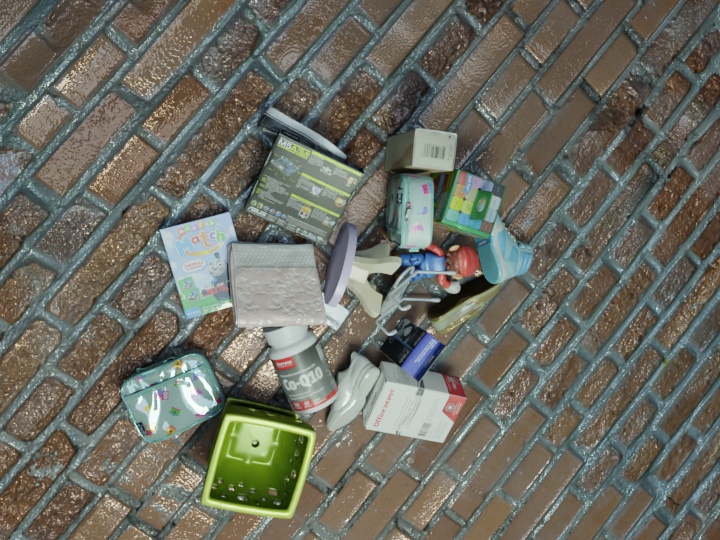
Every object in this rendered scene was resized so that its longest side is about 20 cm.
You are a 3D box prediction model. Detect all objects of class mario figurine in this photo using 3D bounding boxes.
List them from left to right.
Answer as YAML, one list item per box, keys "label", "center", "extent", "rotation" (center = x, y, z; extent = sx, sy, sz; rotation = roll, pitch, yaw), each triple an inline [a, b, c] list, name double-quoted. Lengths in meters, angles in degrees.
- label: "mario figurine"
  center: [0.176, -0.013, 1.479]
  extent: [0.200, 0.106, 0.124]
  rotation: [-5, 134, -3]

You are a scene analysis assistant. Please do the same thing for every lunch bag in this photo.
- label: "lunch bag"
  center: [-0.405, 0.264, 1.354]
  extent: [0.200, 0.077, 0.161]
  rotation: [-23, 101, -10]
- label: "lunch bag"
  center: [0.103, -0.126, 1.361]
  extent: [0.077, 0.200, 0.161]
  rotation: [3, 98, -6]

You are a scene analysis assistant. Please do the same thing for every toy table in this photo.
- label: "toy table"
  center: [0.000, 0.000, 1.380]
  extent: [0.117, 0.184, 0.200]
  rotation: [20, 68, -15]

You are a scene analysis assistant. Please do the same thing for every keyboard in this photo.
- label: "keyboard"
  center: [-0.118, 0.061, 1.437]
  extent: [0.200, 0.011, 0.056]
  rotation: [36, 82, -15]

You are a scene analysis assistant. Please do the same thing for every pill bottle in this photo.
- label: "pill bottle"
  center: [-0.134, 0.204, 1.394]
  extent: [0.114, 0.114, 0.200]
  rotation: [-24, 101, -10]

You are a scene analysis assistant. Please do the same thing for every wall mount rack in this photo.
- label: "wall mount rack"
  center: [0.118, 0.058, 1.412]
  extent: [0.075, 0.200, 0.174]
  rotation: [44, 57, 15]

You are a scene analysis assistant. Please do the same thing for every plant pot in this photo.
- label: "plant pot"
  center: [-0.224, 0.389, 1.359]
  extent: [0.199, 0.181, 0.200]
  rotation: [16, 92, -15]

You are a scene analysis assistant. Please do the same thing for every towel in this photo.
- label: "towel"
  center: [-0.177, 0.028, 1.342]
  extent: [0.200, 0.032, 0.191]
  rotation: [1, 66, -27]

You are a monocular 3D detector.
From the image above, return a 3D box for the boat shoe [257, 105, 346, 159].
- label: "boat shoe"
  center: [-0.127, -0.275, 1.362]
  extent: [0.199, 0.074, 0.068]
  rotation: [29, 95, -13]

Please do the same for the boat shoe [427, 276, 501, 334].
- label: "boat shoe"
  center: [0.251, 0.082, 1.502]
  extent: [0.200, 0.074, 0.066]
  rotation: [-28, 118, -10]

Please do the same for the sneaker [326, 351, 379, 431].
- label: "sneaker"
  center: [-0.033, 0.276, 1.456]
  extent: [0.075, 0.088, 0.200]
  rotation: [2, 123, -53]

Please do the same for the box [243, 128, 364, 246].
- label: "box"
  center: [-0.122, -0.174, 1.354]
  extent: [0.200, 0.048, 0.193]
  rotation: [23, 112, -15]

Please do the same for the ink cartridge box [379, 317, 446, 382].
- label: "ink cartridge box"
  center: [0.112, 0.171, 1.406]
  extent: [0.039, 0.200, 0.099]
  rotation: [39, 86, -18]

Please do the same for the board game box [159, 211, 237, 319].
- label: "board game box"
  center: [-0.329, -0.012, 1.362]
  extent: [0.151, 0.037, 0.200]
  rotation: [-16, 99, -11]

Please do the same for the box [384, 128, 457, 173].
- label: "box"
  center: [0.125, -0.253, 1.360]
  extent: [0.095, 0.200, 0.078]
  rotation: [4, 95, -13]

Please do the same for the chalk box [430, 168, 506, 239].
- label: "chalk box"
  center: [0.228, -0.148, 1.397]
  extent: [0.124, 0.200, 0.125]
  rotation: [17, 92, -15]

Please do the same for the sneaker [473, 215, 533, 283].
- label: "sneaker"
  center: [0.343, -0.074, 1.505]
  extent: [0.130, 0.080, 0.200]
  rotation: [-9, 89, -27]

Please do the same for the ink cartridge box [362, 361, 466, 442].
- label: "ink cartridge box"
  center: [0.120, 0.304, 1.460]
  extent: [0.200, 0.083, 0.147]
  rotation: [15, 117, -15]
